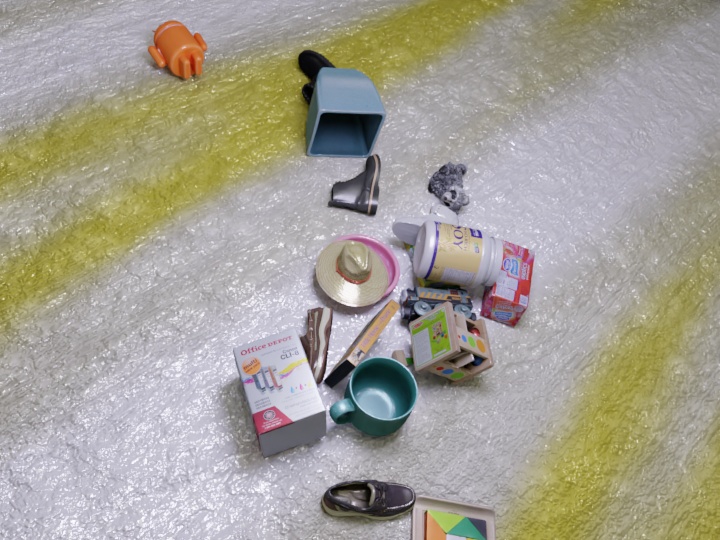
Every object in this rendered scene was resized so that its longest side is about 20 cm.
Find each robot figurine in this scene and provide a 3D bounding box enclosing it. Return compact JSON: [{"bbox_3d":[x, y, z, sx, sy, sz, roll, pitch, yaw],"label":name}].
[{"bbox_3d":[-0.541,-0.658,2.063,0.144,0.116,0.201,-41,66,10],"label":"robot figurine"}]

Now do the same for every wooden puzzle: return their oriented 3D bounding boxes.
[{"bbox_3d":[0.192,0.563,1.400,0.182,0.037,0.202,12,52,-7],"label":"wooden puzzle"}]

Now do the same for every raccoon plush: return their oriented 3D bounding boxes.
[{"bbox_3d":[0.291,-0.245,2.010,0.199,0.097,0.134,-32,75,-33],"label":"raccoon plush"}]

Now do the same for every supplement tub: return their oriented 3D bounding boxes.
[{"bbox_3d":[0.242,-0.038,1.740,0.197,0.146,0.147,10,51,-7],"label":"supplement tub"}]

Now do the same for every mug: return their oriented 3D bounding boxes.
[{"bbox_3d":[0.024,0.279,1.517,0.182,0.115,0.154,11,52,-6],"label":"mug"}]

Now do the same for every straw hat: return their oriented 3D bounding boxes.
[{"bbox_3d":[-0.013,-0.020,1.686,0.198,0.086,0.203,8,52,-10],"label":"straw hat"}]

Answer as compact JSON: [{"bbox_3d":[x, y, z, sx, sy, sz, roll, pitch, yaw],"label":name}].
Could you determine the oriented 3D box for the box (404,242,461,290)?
[{"bbox_3d":[0.196,-0.022,1.838,0.116,0.049,0.202,-5,57,-19],"label":"box"}]

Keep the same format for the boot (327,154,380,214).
[{"bbox_3d":[-0.016,-0.252,1.937,0.136,0.078,0.202,7,51,-5],"label":"boot"}]

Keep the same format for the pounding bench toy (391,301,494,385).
[{"bbox_3d":[0.190,0.192,1.635,0.155,0.199,0.126,25,45,-38],"label":"pounding bench toy"}]

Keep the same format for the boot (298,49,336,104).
[{"bbox_3d":[-0.143,-0.585,2.145,0.210,0.080,0.158,36,53,12],"label":"boot"}]

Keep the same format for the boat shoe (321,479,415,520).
[{"bbox_3d":[0.022,0.462,1.407,0.197,0.065,0.074,-1,57,-13],"label":"boat shoe"}]

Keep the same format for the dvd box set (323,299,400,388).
[{"bbox_3d":[0.003,0.166,1.575,0.029,0.146,0.200,40,53,0],"label":"dvd box set"}]

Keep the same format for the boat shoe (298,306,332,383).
[{"bbox_3d":[-0.110,0.170,1.596,0.074,0.075,0.204,5,44,1],"label":"boat shoe"}]

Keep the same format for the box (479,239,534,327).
[{"bbox_3d":[0.385,0.032,1.819,0.098,0.096,0.202,20,51,-1],"label":"box"}]

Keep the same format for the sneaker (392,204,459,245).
[{"bbox_3d":[0.174,-0.125,1.843,0.197,0.074,0.117,14,47,-16],"label":"sneaker"}]

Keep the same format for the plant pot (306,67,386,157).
[{"bbox_3d":[-0.056,-0.464,1.988,0.193,0.196,0.203,-1,61,-17],"label":"plant pot"}]

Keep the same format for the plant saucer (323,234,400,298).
[{"bbox_3d":[0.000,0.000,1.762,0.197,0.051,0.203,8,52,-10],"label":"plant saucer"}]

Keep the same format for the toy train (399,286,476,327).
[{"bbox_3d":[0.190,0.094,1.730,0.197,0.086,0.115,5,42,-13],"label":"toy train"}]

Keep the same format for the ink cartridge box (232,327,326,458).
[{"bbox_3d":[-0.168,0.253,1.450,0.143,0.145,0.202,-17,59,-13],"label":"ink cartridge box"}]
